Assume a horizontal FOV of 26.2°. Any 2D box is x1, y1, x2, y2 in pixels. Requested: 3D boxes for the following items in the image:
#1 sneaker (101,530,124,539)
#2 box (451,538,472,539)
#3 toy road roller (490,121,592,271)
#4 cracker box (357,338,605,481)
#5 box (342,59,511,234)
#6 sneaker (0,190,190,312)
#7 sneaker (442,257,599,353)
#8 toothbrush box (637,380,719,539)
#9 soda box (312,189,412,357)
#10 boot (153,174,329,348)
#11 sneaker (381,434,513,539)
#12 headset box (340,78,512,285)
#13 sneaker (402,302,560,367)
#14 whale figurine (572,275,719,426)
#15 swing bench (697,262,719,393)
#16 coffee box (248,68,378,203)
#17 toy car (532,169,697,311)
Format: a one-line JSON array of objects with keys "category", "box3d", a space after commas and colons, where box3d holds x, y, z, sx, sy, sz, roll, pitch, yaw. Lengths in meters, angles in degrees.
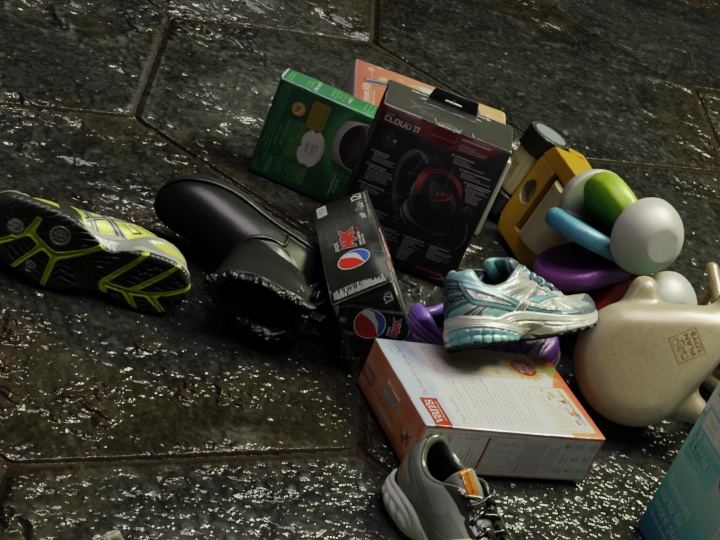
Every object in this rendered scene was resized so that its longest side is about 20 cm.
[{"category": "sneaker", "box3d": [-0.109, 0.236, 1.085, 0.200, 0.089, 0.077, 17, 29, -13]}, {"category": "box", "box3d": [0.090, 0.300, 1.087, 0.048, 0.122, 0.200, 3, 35, -37]}, {"category": "toy road roller", "box3d": [0.250, -0.076, 1.864, 0.146, 0.123, 0.200, 22, 25, -27]}, {"category": "cracker box", "box3d": [0.112, 0.132, 1.462, 0.200, 0.058, 0.134, 8, 30, -28]}, {"category": "box", "box3d": [0.067, -0.150, 1.862, 0.200, 0.106, 0.152, 19, 29, -10]}, {"category": "sneaker", "box3d": [-0.257, -0.021, 1.449, 0.200, 0.075, 0.076, 25, 19, -19]}, {"category": "sneaker", "box3d": [0.159, 0.026, 1.505, 0.200, 0.086, 0.078, -5, -5, -44]}, {"category": "toothbrush box", "box3d": [0.344, 0.205, 1.360, 0.085, 0.200, 0.146, 11, 31, -22]}, {"category": "soda box", "box3d": [0.000, 0.000, 1.542, 0.063, 0.071, 0.200, -20, 30, 4]}, {"category": "boot", "box3d": [-0.122, -0.010, 1.510, 0.198, 0.073, 0.162, 29, 23, -7]}, {"category": "sneaker", "box3d": [0.089, 0.217, 1.278, 0.074, 0.079, 0.200, -1, 38, -41]}, {"category": "headset box", "box3d": [0.068, -0.102, 1.682, 0.149, 0.200, 0.075, 20, 28, -4]}, {"category": "sneaker", "box3d": [0.126, 0.068, 1.555, 0.200, 0.083, 0.081, 3, 34, -34]}, {"category": "whale figurine", "box3d": [0.314, 0.080, 1.589, 0.104, 0.200, 0.159, 118, -52, -87]}, {"category": "swing bench", "box3d": [0.464, 0.113, 1.690, 0.199, 0.130, 0.200, 12, 36, -22]}, {"category": "coffee box", "box3d": [-0.015, -0.133, 1.760, 0.200, 0.123, 0.044, 23, 25, 1]}, {"category": "toy car", "box3d": [0.259, -0.004, 1.674, 0.150, 0.200, 0.175, -23, 28, -13]}]
